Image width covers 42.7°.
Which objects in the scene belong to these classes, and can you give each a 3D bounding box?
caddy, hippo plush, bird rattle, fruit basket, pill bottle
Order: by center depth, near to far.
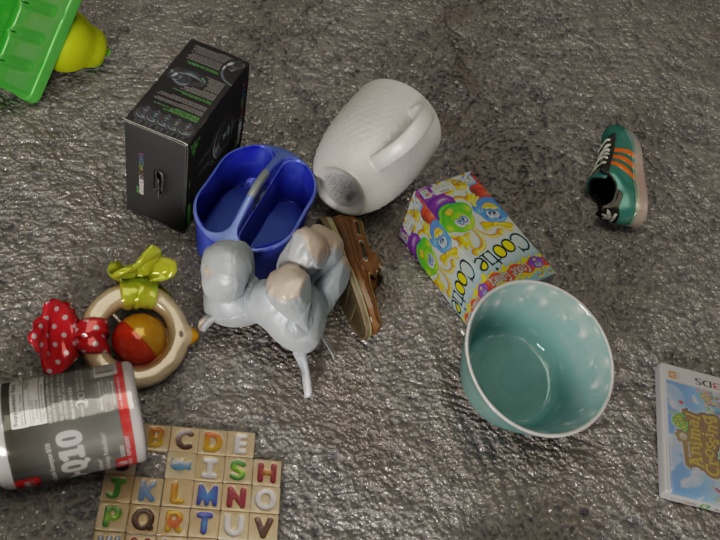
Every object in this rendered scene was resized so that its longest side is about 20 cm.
[{"bbox_3d":[-0.339,0.172,0.996,0.200,0.114,0.114,-10,56,-15],"label":"pill bottle"},{"bbox_3d":[-0.287,0.068,1.105,0.163,0.113,0.200,45,56,-1],"label":"bird rattle"},{"bbox_3d":[-0.112,0.020,1.152,0.160,0.200,0.159,12,44,20],"label":"hippo plush"},{"bbox_3d":[-0.143,-0.087,1.251,0.141,0.105,0.200,22,51,5],"label":"caddy"},{"bbox_3d":[-0.474,-0.356,1.352,0.155,0.216,0.216,33,52,11],"label":"fruit basket"}]

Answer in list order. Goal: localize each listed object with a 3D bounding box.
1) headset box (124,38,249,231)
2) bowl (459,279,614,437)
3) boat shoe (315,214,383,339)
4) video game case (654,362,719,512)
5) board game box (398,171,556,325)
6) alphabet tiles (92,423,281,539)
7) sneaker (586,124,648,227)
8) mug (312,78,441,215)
[{"bbox_3d":[-0.240,-0.179,1.255,0.093,0.174,0.200,22,50,5],"label":"headset box"},{"bbox_3d":[0.206,0.123,1.160,0.200,0.105,0.201,6,65,-14],"label":"bowl"},{"bbox_3d":[0.000,0.000,1.241,0.068,0.072,0.200,-8,56,-20],"label":"boat shoe"},{"bbox_3d":[0.480,0.228,1.214,0.182,0.022,0.200,15,51,-2],"label":"video game case"},{"bbox_3d":[0.158,-0.023,1.277,0.105,0.103,0.200,-21,60,-27],"label":"board game box"},{"bbox_3d":[-0.190,0.254,1.040,0.199,0.008,0.167,6,52,-8],"label":"alphabet tiles"},{"bbox_3d":[0.399,-0.159,1.463,0.080,0.071,0.200,9,53,-12],"label":"sneaker"},{"bbox_3d":[0.028,-0.174,1.306,0.148,0.200,0.175,48,53,-15],"label":"mug"}]
